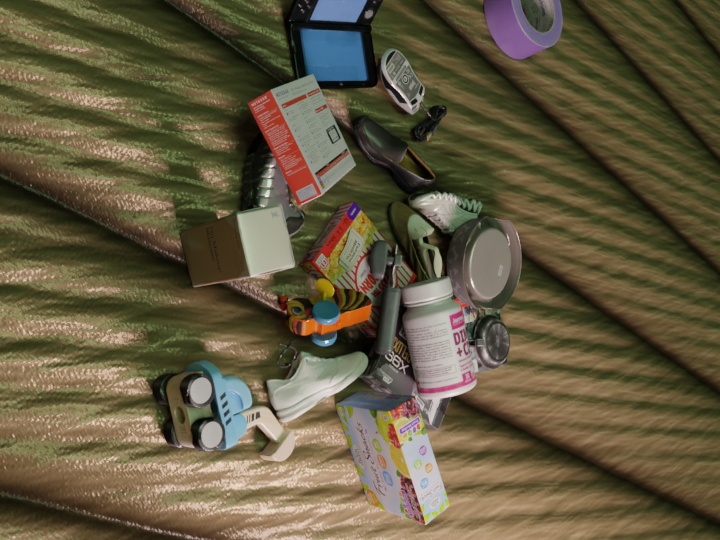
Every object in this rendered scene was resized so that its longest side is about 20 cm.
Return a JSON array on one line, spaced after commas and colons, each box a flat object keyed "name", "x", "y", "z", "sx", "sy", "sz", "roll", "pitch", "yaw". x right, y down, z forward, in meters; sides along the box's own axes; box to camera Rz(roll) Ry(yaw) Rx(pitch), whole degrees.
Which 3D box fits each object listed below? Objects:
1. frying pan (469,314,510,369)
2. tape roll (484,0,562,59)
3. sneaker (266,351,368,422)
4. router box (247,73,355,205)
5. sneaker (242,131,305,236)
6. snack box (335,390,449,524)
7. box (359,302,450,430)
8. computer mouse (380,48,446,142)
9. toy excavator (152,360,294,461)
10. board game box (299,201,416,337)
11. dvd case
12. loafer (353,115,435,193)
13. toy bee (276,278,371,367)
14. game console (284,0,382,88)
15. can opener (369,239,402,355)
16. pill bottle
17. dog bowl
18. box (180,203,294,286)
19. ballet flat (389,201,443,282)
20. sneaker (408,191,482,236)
[{"name": "frying pan", "x": 0.257, "y": 0.137, "z": 1.421, "sx": 0.188, "sy": 0.031, "sz": 0.117, "roll": 30, "pitch": 66, "yaw": -35}, {"name": "tape roll", "x": 0.391, "y": -0.619, "z": 1.616, "sx": 0.197, "sy": 0.084, "sz": 0.205, "roll": 5, "pitch": 82, "yaw": -38}, {"name": "sneaker", "x": -0.072, "y": 0.173, "z": 1.159, "sx": 0.198, "sy": 0.075, "sz": 0.090, "roll": -28, "pitch": 89, "yaw": -36}, {"name": "router box", "x": -0.091, "y": -0.228, "z": 1.149, "sx": 0.182, "sy": 0.048, "sz": 0.200, "roll": 64, "pitch": 24, "yaw": -13}, {"name": "sneaker", "x": -0.139, "y": -0.132, "z": 1.150, "sx": 0.114, "sy": 0.074, "sz": 0.205, "roll": 17, "pitch": 78, "yaw": -45}, {"name": "snack box", "x": 0.053, "y": 0.317, "z": 1.170, "sx": 0.067, "sy": 0.167, "sz": 0.204, "roll": -21, "pitch": 98, "yaw": -34}, {"name": "box", "x": 0.102, "y": 0.186, "z": 1.301, "sx": 0.200, "sy": 0.049, "sz": 0.159, "roll": 42, "pitch": 60, "yaw": -26}, {"name": "computer mouse", "x": 0.097, "y": -0.362, "z": 1.378, "sx": 0.200, "sy": 0.043, "sz": 0.111, "roll": 48, "pitch": 62, "yaw": -29}, {"name": "toy excavator", "x": -0.195, "y": 0.224, "z": 1.043, "sx": 0.198, "sy": 0.099, "sz": 0.199, "roll": -17, "pitch": 96, "yaw": -47}, {"name": "board game box", "x": 0.000, "y": 0.000, "z": 1.248, "sx": 0.200, "sy": 0.046, "sz": 0.153, "roll": 47, "pitch": 59, "yaw": -24}, {"name": "dvd case", "x": 0.248, "y": 0.114, "z": 1.445, "sx": 0.144, "sy": 0.022, "sz": 0.205, "roll": -10, "pitch": 89, "yaw": -39}, {"name": "loafer", "x": 0.070, "y": -0.233, "z": 1.317, "sx": 0.199, "sy": 0.072, "sz": 0.074, "roll": 37, "pitch": 64, "yaw": -28}, {"name": "toy bee", "x": -0.081, "y": 0.068, "z": 1.135, "sx": 0.198, "sy": 0.108, "sz": 0.133, "roll": -5, "pitch": 128, "yaw": -49}, {"name": "game console", "x": -0.028, "y": -0.443, "z": 1.247, "sx": 0.197, "sy": 0.176, "sz": 0.118, "roll": -14, "pitch": 64, "yaw": -39}, {"name": "can opener", "x": 0.038, "y": 0.047, "z": 1.222, "sx": 0.065, "sy": 0.053, "sz": 0.205, "roll": 9, "pitch": 77, "yaw": -4}, {"name": "pill bottle", "x": 0.139, "y": 0.121, "z": 1.234, "sx": 0.112, "sy": 0.112, "sz": 0.205, "roll": -15, "pitch": 93, "yaw": -38}, {"name": "dog bowl", "x": 0.253, "y": -0.016, "z": 1.396, "sx": 0.197, "sy": 0.058, "sz": 0.205, "roll": -7, "pitch": 100, "yaw": -42}, {"name": "box", "x": -0.187, "y": -0.034, "z": 1.007, "sx": 0.077, "sy": 0.198, "sz": 0.097, "roll": -15, "pitch": 93, "yaw": -37}, {"name": "ballet flat", "x": 0.121, "y": -0.047, "z": 1.333, "sx": 0.067, "sy": 0.072, "sz": 0.204, "roll": -25, "pitch": 99, "yaw": -39}, {"name": "sneaker", "x": 0.176, "y": -0.115, "z": 1.388, "sx": 0.197, "sy": 0.074, "sz": 0.083, "roll": 8, "pitch": 88, "yaw": -39}]
